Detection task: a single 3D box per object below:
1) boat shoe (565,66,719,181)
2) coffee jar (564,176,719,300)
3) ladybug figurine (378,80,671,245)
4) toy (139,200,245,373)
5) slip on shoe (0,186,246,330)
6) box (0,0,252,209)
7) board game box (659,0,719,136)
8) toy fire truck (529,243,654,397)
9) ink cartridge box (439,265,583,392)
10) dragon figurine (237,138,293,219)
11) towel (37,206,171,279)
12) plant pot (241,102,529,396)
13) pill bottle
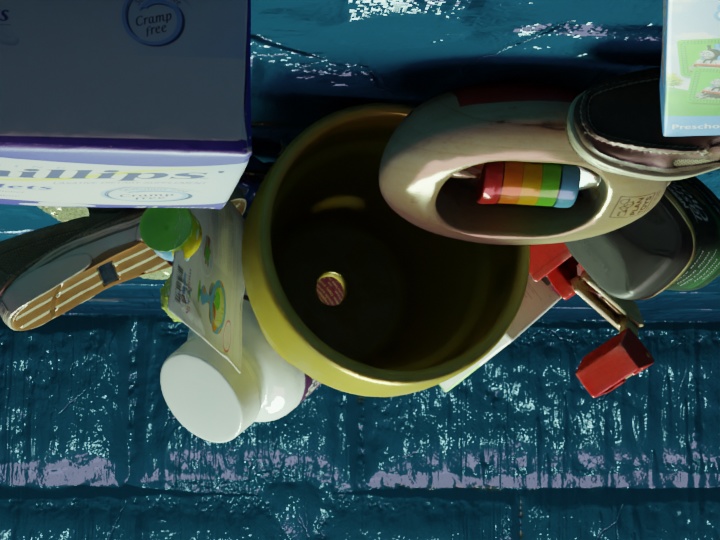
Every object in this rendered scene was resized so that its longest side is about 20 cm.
[{"bbox_3d":[0.228,-0.102,0.984,0.201,0.075,0.075,-4,162,-12],"label":"boat shoe"},{"bbox_3d":[0.239,-0.032,1.319,0.085,0.104,0.200,-46,164,22],"label":"coffee jar"},{"bbox_3d":[0.110,-0.075,1.074,0.199,0.072,0.136,4,146,-11],"label":"ladybug figurine"},{"bbox_3d":[-0.119,-0.005,1.128,0.047,0.116,0.200,2,165,6],"label":"toy"},{"bbox_3d":[-0.181,-0.026,1.186,0.200,0.061,0.076,-28,160,-13],"label":"slip on shoe"},{"bbox_3d":[-0.154,-0.096,0.839,0.183,0.105,0.200,1,174,-8],"label":"box"},{"bbox_3d":[0.200,-0.118,0.658,0.151,0.037,0.200,-1,155,10],"label":"board game box"},{"bbox_3d":[0.198,0.014,1.355,0.049,0.141,0.200,-38,179,26],"label":"toy fire truck"},{"bbox_3d":[0.142,0.015,1.470,0.200,0.067,0.117,-37,175,-41],"label":"ink cartridge box"},{"bbox_3d":[-0.068,-0.072,1.290,0.099,0.059,0.200,-3,171,25],"label":"dragon figurine"},{"bbox_3d":[-0.195,-0.047,1.339,0.148,0.037,0.200,-2,150,40],"label":"towel"},{"bbox_3d":[0.000,0.000,1.188,0.200,0.202,0.189,2,166,-17],"label":"plant pot"},{"bbox_3d":[-0.072,0.055,1.327,0.112,0.113,0.200,-5,-155,40],"label":"pill bottle"}]
